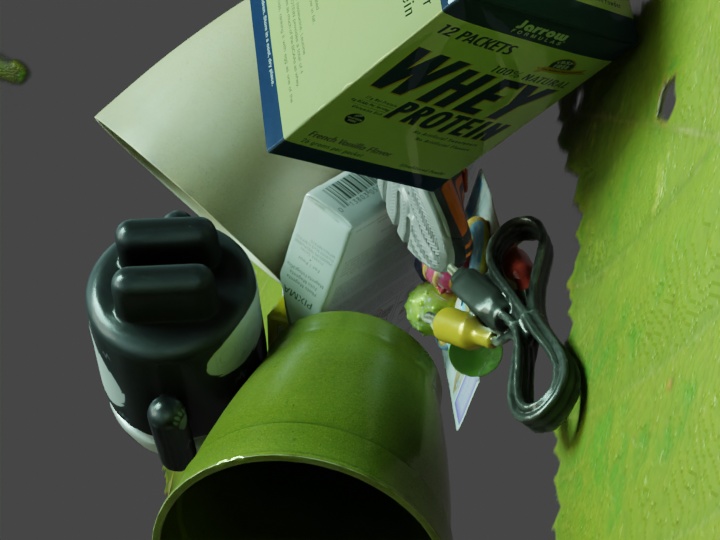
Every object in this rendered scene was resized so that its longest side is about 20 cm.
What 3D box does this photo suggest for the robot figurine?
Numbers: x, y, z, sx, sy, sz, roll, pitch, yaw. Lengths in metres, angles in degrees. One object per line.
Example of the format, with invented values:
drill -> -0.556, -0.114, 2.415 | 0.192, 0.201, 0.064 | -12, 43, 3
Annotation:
robot figurine -> -0.131, 0.046, 1.592 | 0.150, 0.124, 0.201 | -46, -27, -27

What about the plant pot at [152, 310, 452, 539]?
plant pot -> -0.021, 0.136, 1.518 | 0.194, 0.199, 0.201 | -74, 4, -51

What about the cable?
cable -> 0.103, 0.033, 1.354 | 0.097, 0.050, 0.200 | -43, 32, 2

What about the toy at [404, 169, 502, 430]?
toy -> 0.060, 0.012, 1.536 | 0.200, 0.047, 0.116 | -106, 34, -65

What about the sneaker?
sneaker -> 0.063, -0.093, 1.522 | 0.078, 0.111, 0.201 | 101, 153, -54

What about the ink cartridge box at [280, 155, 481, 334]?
ink cartridge box -> 0.000, 0.000, 1.633 | 0.162, 0.057, 0.201 | -33, -24, -44

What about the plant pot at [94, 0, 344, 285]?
plant pot -> -0.059, -0.123, 1.640 | 0.200, 0.187, 0.187 | -49, 10, -4

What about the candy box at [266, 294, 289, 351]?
candy box -> -0.019, 0.026, 1.712 | 0.200, 0.026, 0.103 | -52, -29, -49

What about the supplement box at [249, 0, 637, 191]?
supplement box -> 0.041, -0.189, 1.374 | 0.199, 0.134, 0.201 | -35, 54, 45
